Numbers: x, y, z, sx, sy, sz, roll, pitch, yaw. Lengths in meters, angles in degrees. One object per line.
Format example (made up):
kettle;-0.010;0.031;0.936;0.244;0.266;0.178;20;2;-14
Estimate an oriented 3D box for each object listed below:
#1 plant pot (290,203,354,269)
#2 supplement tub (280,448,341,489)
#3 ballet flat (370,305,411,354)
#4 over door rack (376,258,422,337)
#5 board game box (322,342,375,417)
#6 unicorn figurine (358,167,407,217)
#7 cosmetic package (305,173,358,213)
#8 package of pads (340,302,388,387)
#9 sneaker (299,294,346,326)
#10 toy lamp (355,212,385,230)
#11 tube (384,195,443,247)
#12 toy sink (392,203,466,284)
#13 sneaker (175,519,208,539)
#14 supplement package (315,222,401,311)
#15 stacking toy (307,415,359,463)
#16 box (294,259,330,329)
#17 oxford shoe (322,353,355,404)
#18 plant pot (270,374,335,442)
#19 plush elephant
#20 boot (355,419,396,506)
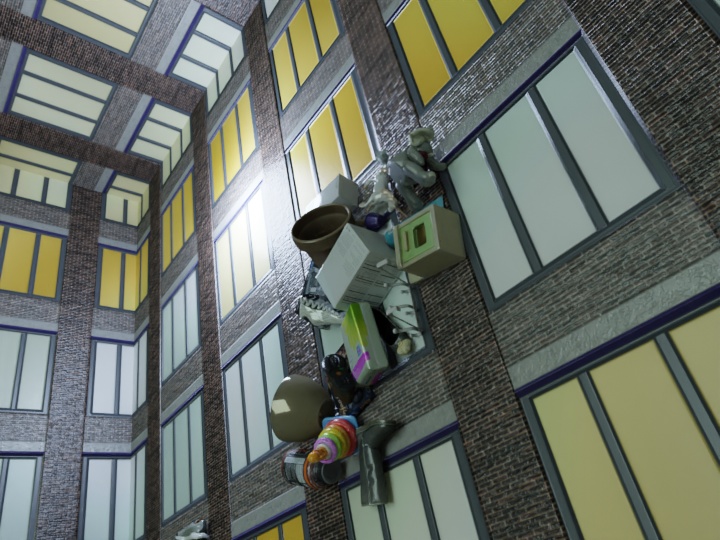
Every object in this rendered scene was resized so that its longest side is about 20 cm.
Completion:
plant pot;-0.096;-0.081;1.729;0.199;0.175;0.201;-14;35;10
supplement tub;-0.142;0.582;1.645;0.199;0.106;0.108;-16;65;48
ballet flat;0.074;0.167;1.540;0.067;0.057;0.200;-50;41;3
over door rack;0.091;0.078;1.440;0.066;0.200;0.149;-20;59;17
board game box;-0.038;0.330;1.653;0.136;0.034;0.201;-53;42;27
unicorn figurine;0.061;-0.231;1.684;0.137;0.073;0.202;-28;57;45
cosmetic package;-0.097;-0.213;1.866;0.200;0.084;0.108;-40;37;38
package of pads;0.007;0.209;1.559;0.155;0.068;0.201;113;145;-56
sneaker;-0.106;0.140;1.742;0.199;0.075;0.082;21;103;26
toy lamp;0.002;-0.149;1.746;0.199;0.058;0.059;-2;77;52
tube;0.154;-0.131;1.556;0.199;0.050;0.078;-31;51;38
toy sink;0.159;-0.064;1.467;0.199;0.111;0.131;-29;56;44
sneaker;-0.658;1.028;2.201;0.199;0.074;0.080;-27;48;38
supplement package;0.000;0.000;1.620;0.201;0.150;0.152;-58;41;21
stacking toy;-0.084;0.476;1.511;0.115;0.200;0.111;-10;91;23
box;-0.133;0.076;1.850;0.157;0.050;0.202;25;98;52
oxford shoe;-0.066;0.312;1.608;0.200;0.072;0.085;-120;24;-60
plant pot;-0.153;0.419;1.665;0.134;0.200;0.202;3;80;32
plush elephant;0.158;-0.291;1.529;0.200;0.154;0.165;46;155;20
boot;0.044;0.503;1.459;0.182;0.072;0.201;132;144;-51
